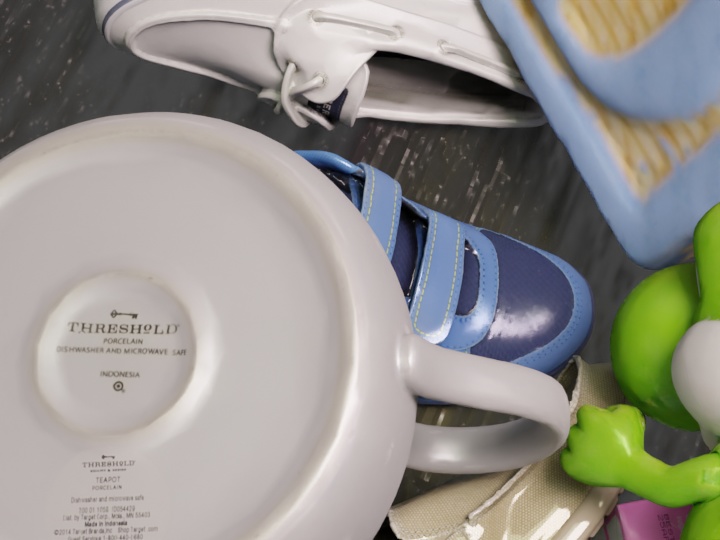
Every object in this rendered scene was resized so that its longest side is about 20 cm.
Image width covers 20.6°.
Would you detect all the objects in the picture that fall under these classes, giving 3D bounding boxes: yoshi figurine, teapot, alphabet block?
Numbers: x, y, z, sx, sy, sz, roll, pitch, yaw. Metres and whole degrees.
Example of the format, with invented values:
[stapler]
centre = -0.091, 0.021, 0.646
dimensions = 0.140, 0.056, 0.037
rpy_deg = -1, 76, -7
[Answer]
[yoshi figurine]
centre = 0.131, 0.078, 0.709
dimensions = 0.111, 0.112, 0.202
rpy_deg = -4, 79, 27
[teapot]
centre = -0.061, 0.049, 0.696
dimensions = 0.197, 0.146, 0.200
rpy_deg = -45, 68, -6
[alphabet block]
centre = 0.179, -0.145, 0.783
dimensions = 0.199, 0.195, 0.198
rpy_deg = -20, 76, -33

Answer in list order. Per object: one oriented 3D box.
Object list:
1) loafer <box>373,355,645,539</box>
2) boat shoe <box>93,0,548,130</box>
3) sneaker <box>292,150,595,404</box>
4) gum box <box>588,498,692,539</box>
[loafer]
centre = 0.039, 0.105, 0.750
dimensions = 0.068, 0.076, 0.201
rpy_deg = 37, 68, 0
[boat shoe]
centre = -0.011, -0.092, 0.821
dimensions = 0.198, 0.074, 0.066
rpy_deg = 0, 64, -8
[sneaker]
centre = 0.000, 0.000, 0.782
dimensions = 0.198, 0.082, 0.075
rpy_deg = 10, 65, -6
[gum box]
centre = 0.164, 0.171, 0.749
dimensions = 0.112, 0.066, 0.202
rpy_deg = -9, 70, -12
